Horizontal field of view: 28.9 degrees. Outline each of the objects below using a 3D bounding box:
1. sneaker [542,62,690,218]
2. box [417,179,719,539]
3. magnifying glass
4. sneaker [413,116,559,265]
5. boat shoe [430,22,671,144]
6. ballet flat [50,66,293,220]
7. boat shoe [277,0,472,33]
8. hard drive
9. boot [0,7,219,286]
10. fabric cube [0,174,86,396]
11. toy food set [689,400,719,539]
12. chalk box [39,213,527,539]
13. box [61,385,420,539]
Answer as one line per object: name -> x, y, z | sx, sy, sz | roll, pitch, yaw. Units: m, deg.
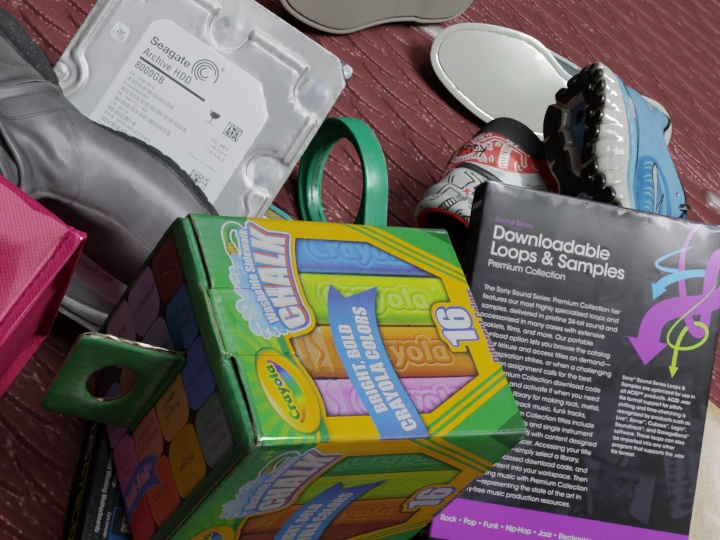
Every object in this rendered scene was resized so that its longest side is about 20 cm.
sneaker -> 0.167, -0.030, 0.843 | 0.090, 0.078, 0.201 | 17, 62, -25
box -> 0.116, 0.062, 0.747 | 0.142, 0.036, 0.201 | 11, 86, -9
magnifying glass -> 0.000, 0.000, 0.852 | 0.022, 0.080, 0.201 | 3, 67, -34
sneaker -> 0.121, 0.006, 0.888 | 0.201, 0.067, 0.108 | 47, 55, -4
boat shoe -> 0.139, -0.133, 1.070 | 0.199, 0.073, 0.062 | 19, 5, -14
ballet flat -> -0.127, -0.045, 0.799 | 0.200, 0.071, 0.071 | 32, 45, -11
boat shoe -> 0.003, -0.216, 1.026 | 0.200, 0.067, 0.057 | -7, 46, -44
hard drive -> -0.113, -0.063, 0.756 | 0.140, 0.038, 0.200 | 34, 82, -10
boot -> -0.156, -0.041, 0.655 | 0.200, 0.070, 0.132 | 40, 18, -4
fabric cube -> -0.248, 0.025, 0.522 | 0.199, 0.196, 0.200 | 37, 69, -6
toy food set -> 0.142, 0.144, 0.807 | 0.198, 0.049, 0.200 | -30, 74, -18
chalk box -> -0.047, 0.058, 0.664 | 0.199, 0.125, 0.124 | 1, 55, -35
box -> -0.056, 0.159, 0.701 | 0.193, 0.048, 0.200 | 22, 48, -19
